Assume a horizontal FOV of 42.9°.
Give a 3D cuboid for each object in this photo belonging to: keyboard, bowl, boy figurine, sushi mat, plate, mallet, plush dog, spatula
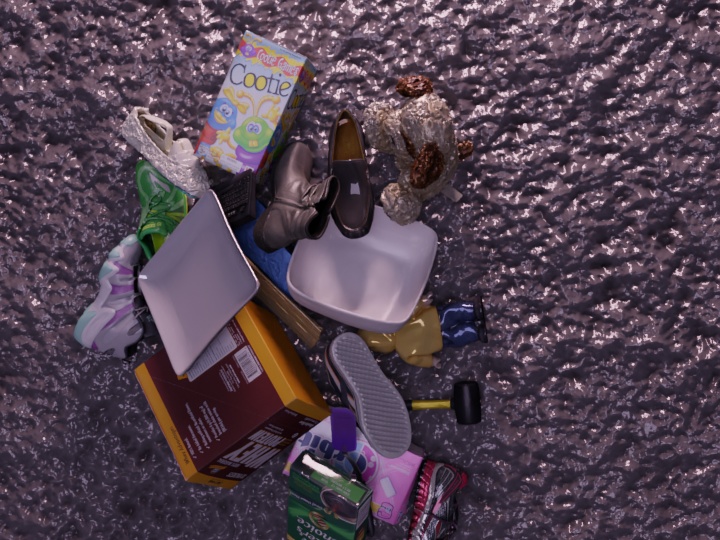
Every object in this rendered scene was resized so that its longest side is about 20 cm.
[{"bbox_3d":[-0.210,-0.071,1.373,0.021,0.200,0.127,4,78,-34],"label":"keyboard"},{"bbox_3d":[0.000,0.000,1.367,0.200,0.075,0.200,20,55,5],"label":"bowl"},{"bbox_3d":[0.093,0.095,1.396,0.199,0.064,0.125,-12,109,9],"label":"boy figurine"},{"bbox_3d":[-0.136,0.040,1.411,0.200,0.096,0.012,43,65,4],"label":"sushi mat"},{"bbox_3d":[-0.231,0.019,1.322,0.200,0.032,0.200,-46,55,23],"label":"plate"},{"bbox_3d":[0.088,0.198,1.416,0.199,0.041,0.066,3,93,10],"label":"mallet"},{"bbox_3d":[0.094,-0.184,1.325,0.160,0.172,0.201,-11,75,-2],"label":"plush dog"},{"bbox_3d":[-0.007,0.301,1.361,0.056,0.021,0.201,-9,99,47],"label":"spatula"}]

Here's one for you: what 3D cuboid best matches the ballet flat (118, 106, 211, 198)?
[{"bbox_3d":[-0.297,-0.186,1.401,0.200,0.072,0.072,39,96,23],"label":"ballet flat"}]

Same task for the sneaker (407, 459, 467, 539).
[{"bbox_3d":[0.112,0.395,1.396,0.074,0.081,0.201,11,93,4],"label":"sneaker"}]

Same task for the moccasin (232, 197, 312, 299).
[{"bbox_3d":[-0.146,-0.035,1.419,0.080,0.068,0.200,-31,92,5],"label":"moccasin"}]

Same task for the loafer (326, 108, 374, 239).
[{"bbox_3d":[-0.020,-0.145,1.363,0.073,0.072,0.200,-9,68,0],"label":"loafer"}]

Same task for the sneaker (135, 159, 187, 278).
[{"bbox_3d":[-0.308,-0.078,1.427,0.074,0.084,0.201,-14,90,7],"label":"sneaker"}]

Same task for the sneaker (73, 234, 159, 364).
[{"bbox_3d":[-0.351,0.054,1.446,0.140,0.078,0.200,28,104,3],"label":"sneaker"}]

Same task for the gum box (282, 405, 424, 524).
[{"bbox_3d":[-0.004,0.296,1.412,0.200,0.066,0.114,24,93,5],"label":"gum box"}]

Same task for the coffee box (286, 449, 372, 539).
[{"bbox_3d":[-0.049,0.364,1.360,0.123,0.044,0.200,28,138,19],"label":"coffee box"}]

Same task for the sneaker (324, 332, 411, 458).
[{"bbox_3d":[0.011,0.186,1.377,0.078,0.079,0.200,-24,88,-19],"label":"sneaker"}]

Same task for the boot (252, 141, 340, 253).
[{"bbox_3d":[-0.075,-0.116,1.350,0.130,0.068,0.200,-14,50,41],"label":"boot"}]

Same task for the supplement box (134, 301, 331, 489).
[{"bbox_3d":[-0.190,0.182,1.365,0.200,0.133,0.197,-37,63,7],"label":"supplement box"}]

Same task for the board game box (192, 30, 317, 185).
[{"bbox_3d":[-0.158,-0.243,1.394,0.103,0.105,0.200,25,95,5],"label":"board game box"}]
